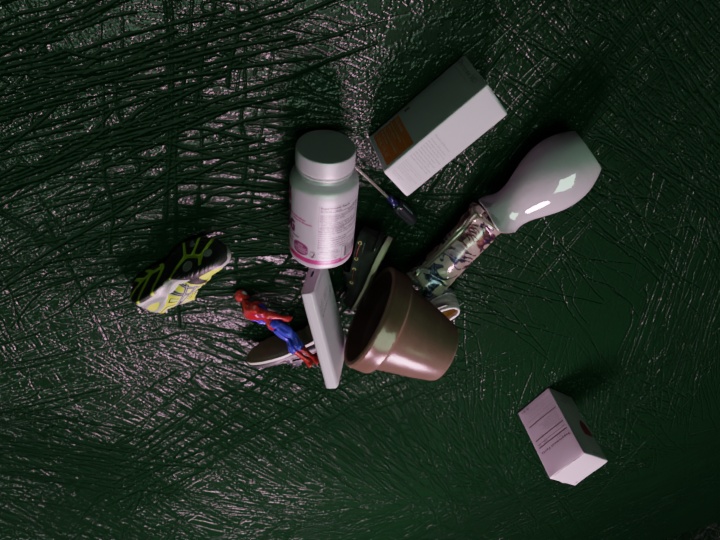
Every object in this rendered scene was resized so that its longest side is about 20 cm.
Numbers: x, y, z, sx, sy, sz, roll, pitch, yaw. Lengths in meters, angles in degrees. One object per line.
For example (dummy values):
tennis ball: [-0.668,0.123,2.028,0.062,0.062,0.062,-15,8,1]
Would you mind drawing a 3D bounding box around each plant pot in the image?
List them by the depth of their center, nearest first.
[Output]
plant pot: [0.085,0.121,1.233,0.172,0.202,0.202,27,121,-14]

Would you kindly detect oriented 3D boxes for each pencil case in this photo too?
pencil case: [0.180,-0.039,1.241,0.089,0.078,0.200,4,134,-52]

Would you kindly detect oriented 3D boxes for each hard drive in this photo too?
hard drive: [-0.064,0.092,1.201,0.026,0.133,0.204,-6,119,11]

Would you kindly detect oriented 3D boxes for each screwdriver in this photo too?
screwdriver: [0.041,-0.138,1.137,0.029,0.028,0.200,-55,132,-9]

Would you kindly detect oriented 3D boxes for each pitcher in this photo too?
pitcher: [0.328,-0.148,1.183,0.199,0.123,0.171,-37,163,20]

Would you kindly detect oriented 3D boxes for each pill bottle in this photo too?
pill bottle: [-0.060,-0.113,1.060,0.111,0.115,0.203,-6,133,-14]

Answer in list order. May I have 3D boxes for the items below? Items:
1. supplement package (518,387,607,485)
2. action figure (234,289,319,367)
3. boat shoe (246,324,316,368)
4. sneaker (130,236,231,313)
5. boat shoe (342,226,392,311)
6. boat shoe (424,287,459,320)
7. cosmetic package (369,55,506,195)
supplement package: [0.529,0.436,1.727,0.120,0.202,0.120,24,121,-37]
action figure: [-0.155,0.103,1.232,0.199,0.052,0.065,38,156,-13]
boat shoe: [-0.129,0.161,1.319,0.196,0.075,0.067,-24,125,-11]
sneaker: [-0.298,0.009,1.125,0.197,0.077,0.076,-25,144,19]
boat shoe: [0.001,-0.002,1.227,0.062,0.074,0.203,27,137,4]
boat shoe: [0.124,0.125,1.368,0.200,0.087,0.075,-33,134,11]
cosmetic package: [0.117,-0.225,1.030,0.199,0.102,0.071,-38,132,16]
